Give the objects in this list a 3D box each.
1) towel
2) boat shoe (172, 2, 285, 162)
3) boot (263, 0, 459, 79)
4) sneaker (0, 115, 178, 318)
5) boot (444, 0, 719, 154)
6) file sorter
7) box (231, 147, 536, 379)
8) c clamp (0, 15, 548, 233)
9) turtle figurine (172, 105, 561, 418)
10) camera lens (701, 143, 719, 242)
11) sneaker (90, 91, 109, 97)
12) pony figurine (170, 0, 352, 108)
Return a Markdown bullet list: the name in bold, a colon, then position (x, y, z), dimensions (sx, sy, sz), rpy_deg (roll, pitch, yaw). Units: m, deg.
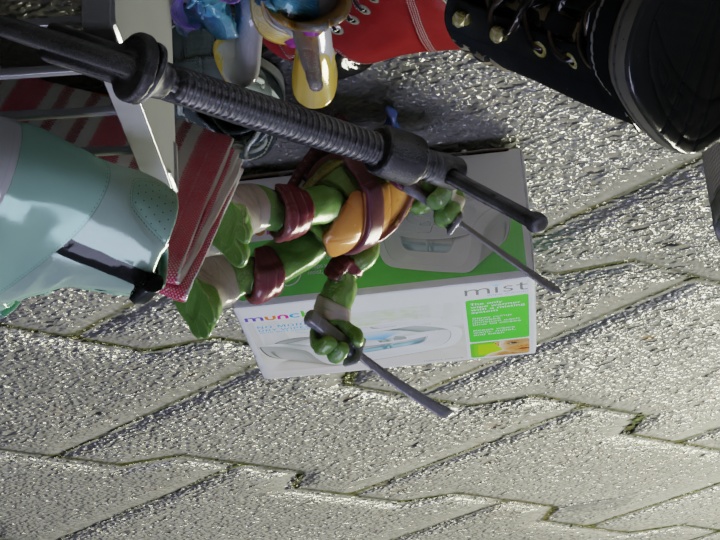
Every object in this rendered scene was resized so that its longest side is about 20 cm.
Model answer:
- **towel**: position (-0.170, -0.052, 1.158), dimensions (0.199, 0.147, 0.030), rpy_deg (17, 123, 0)
- **boat shoe**: position (-0.081, -0.096, 1.244), dimensions (0.072, 0.062, 0.200), rpy_deg (-8, 160, 1)
- **boot**: position (-0.001, -0.150, 1.115), dimensions (0.144, 0.073, 0.200), rpy_deg (-10, 163, 16)
- **sneaker**: position (-0.161, 0.006, 1.060), dimensions (0.118, 0.074, 0.200), rpy_deg (19, 147, -21)
- **boot**: position (0.098, -0.107, 0.980), dimensions (0.153, 0.074, 0.203), rpy_deg (21, -173, 25)
- **file sorter**: position (-0.161, -0.129, 1.028), dimensions (0.124, 0.139, 0.200), rpy_deg (-4, 160, 3)
- **box**: position (0.018, -0.004, 1.476), dimensions (0.199, 0.097, 0.177), rpy_deg (-5, 162, 2)
- **c clamp**: position (-0.044, -0.068, 0.878), dimensions (0.199, 0.027, 0.171), rpy_deg (16, -174, -30)
- **turtle figurine**: position (0.000, 0.000, 1.285), dimensions (0.193, 0.201, 0.144), rpy_deg (-13, 177, -35)
- **camera lens**: position (0.249, -0.102, 1.114), dimensions (0.159, 0.201, 0.160), rpy_deg (-5, 160, -2)
- **sneaker**: position (-0.194, -0.041, 1.319), dimensions (0.075, 0.092, 0.200), rpy_deg (9, 155, -32)
- **pony figurine**: position (-0.028, -0.165, 0.937), dimensions (0.166, 0.194, 0.200), rpy_deg (0, 178, -6)
